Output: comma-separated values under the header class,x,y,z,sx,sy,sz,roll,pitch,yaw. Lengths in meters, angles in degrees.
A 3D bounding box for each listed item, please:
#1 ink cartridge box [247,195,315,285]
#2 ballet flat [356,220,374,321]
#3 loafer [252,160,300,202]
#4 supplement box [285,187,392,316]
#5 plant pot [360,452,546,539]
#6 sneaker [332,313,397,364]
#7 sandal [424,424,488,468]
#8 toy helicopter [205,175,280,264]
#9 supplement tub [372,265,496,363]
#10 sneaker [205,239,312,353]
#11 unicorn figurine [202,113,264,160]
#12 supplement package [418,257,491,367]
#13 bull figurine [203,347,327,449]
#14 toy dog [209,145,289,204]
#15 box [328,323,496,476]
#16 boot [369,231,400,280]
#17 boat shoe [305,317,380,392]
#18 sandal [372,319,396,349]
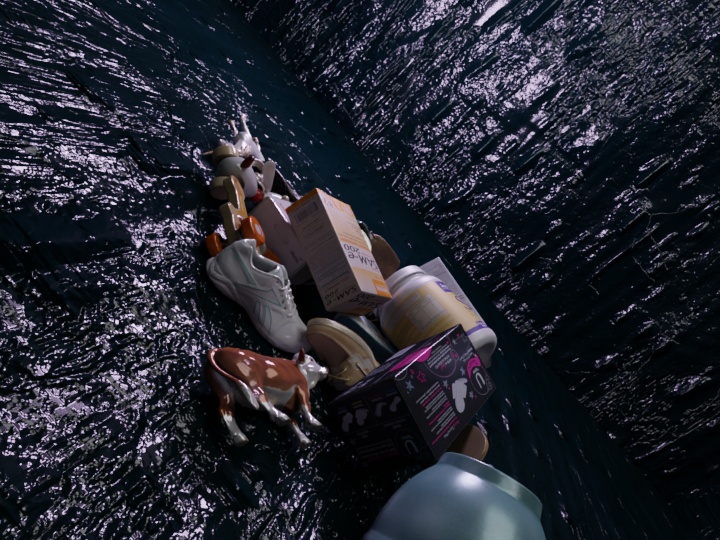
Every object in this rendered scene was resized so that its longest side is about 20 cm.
class,x,y,z,sx,sy,sz,roll,pitch,yaw
ink cartridge box,-0.116,-0.052,0.985,0.145,0.084,0.200,54,16,13
ballet flat,0.000,0.000,0.970,0.074,0.074,0.201,2,75,-68
loafer,-0.171,-0.153,1.129,0.200,0.073,0.071,50,2,-4
supplement box,-0.036,-0.028,0.883,0.126,0.073,0.200,16,46,-63
plant pot,0.115,0.284,0.553,0.200,0.134,0.200,26,-25,13
sneaker,0.030,0.148,0.931,0.200,0.076,0.081,49,15,-5
sandal,0.121,0.267,0.720,0.070,0.212,0.078,52,58,-8
toy helicopter,-0.193,-0.076,0.853,0.132,0.079,0.200,55,12,-53
supplement tub,0.126,0.101,0.922,0.200,0.145,0.145,48,14,30
sneaker,-0.130,0.041,0.750,0.200,0.080,0.070,49,14,-16
unicorn figurine,-0.257,-0.270,1.133,0.200,0.074,0.138,36,31,-54
supplement package,0.163,0.123,1.101,0.200,0.147,0.191,60,-4,34
bull figurine,-0.101,0.144,0.613,0.200,0.065,0.122,24,26,-53
toy dog,-0.198,-0.172,0.985,0.200,0.096,0.132,-10,84,-63
box,0.078,0.177,0.721,0.200,0.132,0.115,-23,83,-52
boot,0.003,-0.063,1.056,0.200,0.075,0.074,47,13,-20
boat shoe,-0.017,0.152,0.778,0.200,0.074,0.069,49,46,-28
sandal,0.040,0.126,1.041,0.200,0.054,0.080,34,22,-43
